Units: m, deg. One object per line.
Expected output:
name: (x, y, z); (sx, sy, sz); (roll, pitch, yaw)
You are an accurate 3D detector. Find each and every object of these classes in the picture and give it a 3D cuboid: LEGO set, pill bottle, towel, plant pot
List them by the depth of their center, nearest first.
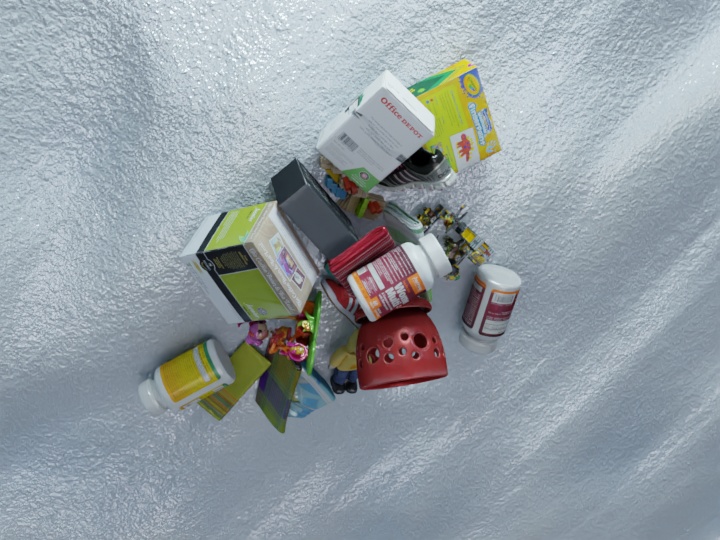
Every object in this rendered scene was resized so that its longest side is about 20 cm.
pill bottle: (0.082, 0.011, 1.486); (0.199, 0.110, 0.110); (-30, 123, 1)
towel: (0.015, -0.015, 1.532); (0.144, 0.023, 0.200); (-35, 155, 0)
plant pot: (0.082, 0.162, 1.597); (0.198, 0.184, 0.201); (-9, 165, -2)
towel: (0.104, -0.041, 1.609); (0.030, 0.149, 0.201); (-22, 124, -17)
pill bottle: (-0.396, 0.248, 1.639); (0.199, 0.113, 0.113); (-28, 123, 0)
LEGO set: (0.211, -0.051, 1.644); (0.154, 0.116, 0.200); (-41, 126, 4)
towel: (-0.193, 0.265, 1.696); (0.023, 0.144, 0.202); (-3, 121, -37)
towel: (-0.304, 0.262, 1.713); (0.086, 0.018, 0.200); (41, 101, -7)
pill bottle: (0.314, 0.097, 1.771); (0.113, 0.114, 0.202); (4, 117, -19)

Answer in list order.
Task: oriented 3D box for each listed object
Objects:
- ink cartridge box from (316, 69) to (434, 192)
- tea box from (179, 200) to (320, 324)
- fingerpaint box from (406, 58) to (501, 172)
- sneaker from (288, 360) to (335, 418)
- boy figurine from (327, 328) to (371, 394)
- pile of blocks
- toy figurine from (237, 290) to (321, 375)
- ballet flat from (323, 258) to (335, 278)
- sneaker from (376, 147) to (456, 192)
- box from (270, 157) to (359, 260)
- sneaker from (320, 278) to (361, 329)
ink cartridge box: (0.032, -0.276, 1.444); (0.146, 0.085, 0.200); (39, 124, -22)
tea box: (-0.224, -0.012, 1.487); (0.195, 0.134, 0.201); (-8, 129, 29)
fingerpaint box: (0.188, -0.314, 1.526); (0.166, 0.074, 0.201); (-27, 123, 0)
sneaker: (-0.160, 0.287, 1.753); (0.130, 0.080, 0.200); (-36, 122, 3)
boy figurine: (-0.013, 0.217, 1.739); (0.123, 0.065, 0.201); (3, 137, -19)
pile of blocks: (-0.022, -0.166, 1.551); (0.082, 0.062, 0.200); (-44, 121, 10)
toy figurine: (-0.189, 0.128, 1.611); (0.182, 0.202, 0.151); (9, 147, -7)
ballet flat: (0.000, 0.000, 1.648); (0.199, 0.072, 0.072); (21, 111, -26)
sneaker: (0.102, -0.218, 1.505); (0.074, 0.199, 0.088); (-54, 135, -35)
box: (-0.091, -0.118, 1.510); (0.079, 0.141, 0.200); (-38, 122, 6)
sneaker: (-0.001, 0.059, 1.678); (0.112, 0.071, 0.200); (-36, 130, 10)
